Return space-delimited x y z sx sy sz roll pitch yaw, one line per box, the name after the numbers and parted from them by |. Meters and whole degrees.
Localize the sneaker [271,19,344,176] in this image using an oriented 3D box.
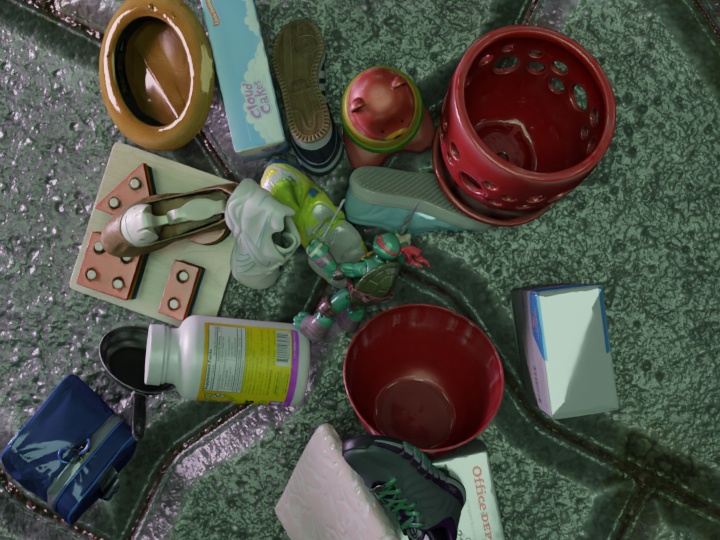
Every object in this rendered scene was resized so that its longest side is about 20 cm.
-0.066 -0.217 1.463 0.069 0.109 0.203 -11 60 4 | sneaker

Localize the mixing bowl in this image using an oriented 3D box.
0.072 0.154 1.414 0.196 0.109 0.203 3 56 -4 | mixing bowl

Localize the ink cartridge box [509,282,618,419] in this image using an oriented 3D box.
0.243 0.091 1.382 0.083 0.200 0.148 -8 90 -2 | ink cartridge box

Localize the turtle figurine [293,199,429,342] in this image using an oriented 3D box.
0.000 0.000 1.382 0.148 0.102 0.201 6 133 -34 | turtle figurine

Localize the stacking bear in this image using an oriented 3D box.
0.027 -0.195 1.386 0.120 0.200 0.116 -21 90 2 | stacking bear

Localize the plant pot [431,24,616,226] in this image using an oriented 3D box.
0.187 -0.166 1.376 0.196 0.183 0.204 3 73 -9 | plant pot

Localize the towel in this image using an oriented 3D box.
-0.024 0.318 1.385 0.032 0.192 0.201 -14 56 -35 | towel

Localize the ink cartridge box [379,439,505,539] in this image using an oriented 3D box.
0.079 0.311 1.445 0.196 0.083 0.149 -12 90 2 | ink cartridge box

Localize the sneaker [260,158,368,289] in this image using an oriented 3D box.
-0.056 -0.069 1.458 0.075 0.105 0.201 -32 119 6 | sneaker

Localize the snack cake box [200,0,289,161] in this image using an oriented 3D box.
-0.144 -0.247 1.433 0.066 0.115 0.204 -13 90 -3 | snack cake box

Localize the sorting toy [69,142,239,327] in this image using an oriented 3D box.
-0.258 -0.041 1.462 0.197 0.070 0.202 18 91 2 | sorting toy

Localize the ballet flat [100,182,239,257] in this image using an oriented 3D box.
-0.230 -0.064 1.391 0.196 0.072 0.069 -12 89 2 | ballet flat

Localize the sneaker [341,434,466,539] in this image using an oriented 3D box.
0.054 0.261 1.314 0.199 0.074 0.089 34 47 -34 | sneaker

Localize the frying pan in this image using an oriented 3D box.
-0.264 0.143 1.429 0.031 0.113 0.191 -58 46 33 | frying pan

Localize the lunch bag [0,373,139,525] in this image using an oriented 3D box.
-0.347 0.227 1.400 0.132 0.200 0.136 39 69 -1 | lunch bag

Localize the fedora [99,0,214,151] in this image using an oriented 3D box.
-0.242 -0.251 1.440 0.198 0.081 0.205 4 98 31 | fedora

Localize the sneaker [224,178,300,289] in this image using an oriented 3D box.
-0.115 -0.027 1.396 0.079 0.201 0.071 27 64 15 | sneaker

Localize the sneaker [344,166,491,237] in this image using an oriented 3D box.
0.073 -0.076 1.463 0.196 0.075 0.083 14 133 -9 | sneaker

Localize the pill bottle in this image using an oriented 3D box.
-0.167 0.112 1.420 0.196 0.104 0.106 6 90 -14 | pill bottle
